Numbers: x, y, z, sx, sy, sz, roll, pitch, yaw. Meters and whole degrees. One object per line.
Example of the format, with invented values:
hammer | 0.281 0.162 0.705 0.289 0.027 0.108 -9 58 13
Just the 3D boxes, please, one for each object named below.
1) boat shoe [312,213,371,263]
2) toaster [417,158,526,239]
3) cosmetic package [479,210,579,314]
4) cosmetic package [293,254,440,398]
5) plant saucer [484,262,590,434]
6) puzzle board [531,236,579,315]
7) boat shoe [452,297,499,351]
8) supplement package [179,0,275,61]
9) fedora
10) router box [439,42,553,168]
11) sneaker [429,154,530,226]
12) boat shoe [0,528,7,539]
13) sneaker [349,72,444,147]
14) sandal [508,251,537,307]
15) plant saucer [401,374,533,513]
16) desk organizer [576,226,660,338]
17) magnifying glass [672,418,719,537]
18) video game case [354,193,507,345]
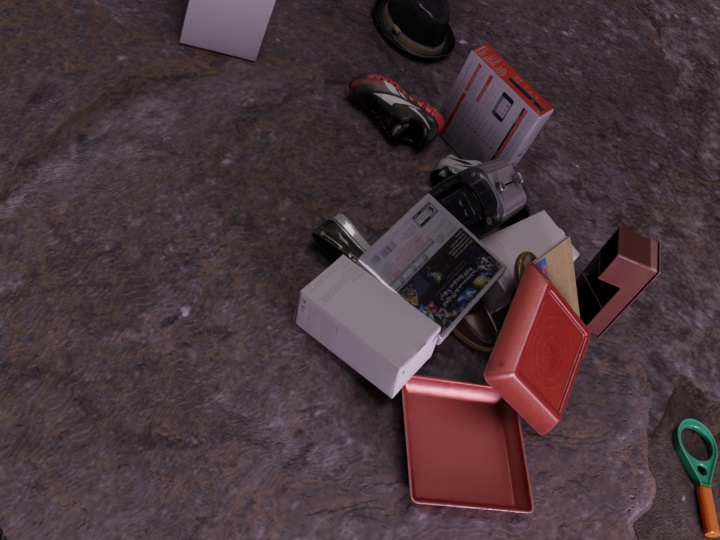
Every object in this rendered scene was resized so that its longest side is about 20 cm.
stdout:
boat shoe | 0.000 0.000 1.424 0.063 0.071 0.200 -35 74 -27
toaster | 0.190 -0.111 1.522 0.128 0.199 0.115 -25 85 -47
cosmetic package | 0.272 -0.015 1.540 0.198 0.085 0.108 -21 67 -34
cosmetic package | 0.010 0.082 1.333 0.199 0.082 0.112 39 53 18
plant saucer | 0.284 0.124 1.362 0.200 0.036 0.202 43 64 -38
puzzle board | 0.321 0.062 1.455 0.150 0.017 0.204 -28 112 -49
boat shoe | 0.167 0.041 1.461 0.071 0.072 0.201 -21 67 -34
supplement package | -0.243 -0.526 1.633 0.149 0.151 0.203 10 53 -18
fedora | 0.126 -0.539 1.843 0.197 0.092 0.204 12 52 -16
router box | 0.240 -0.284 1.642 0.049 0.201 0.180 -31 72 -36
sneaker | 0.231 -0.157 1.630 0.198 0.075 0.089 30 46 4
boat shoe | -0.422 0.337 1.006 0.067 0.072 0.202 26 30 -54
sneaker | 0.061 -0.296 1.656 0.198 0.071 0.099 30 47 -3
sandal | 0.274 0.065 1.450 0.053 0.203 0.080 4 35 34
plant saucer | 0.151 0.263 1.320 0.196 0.037 0.203 9 53 -18
desk organizer | 0.425 0.021 1.508 0.076 0.201 0.072 21 50 -4
magnifying glass | 0.563 0.338 1.459 0.078 0.022 0.203 15 53 -14
video game case | 0.115 -0.007 1.407 0.182 0.023 0.200 43 56 7
